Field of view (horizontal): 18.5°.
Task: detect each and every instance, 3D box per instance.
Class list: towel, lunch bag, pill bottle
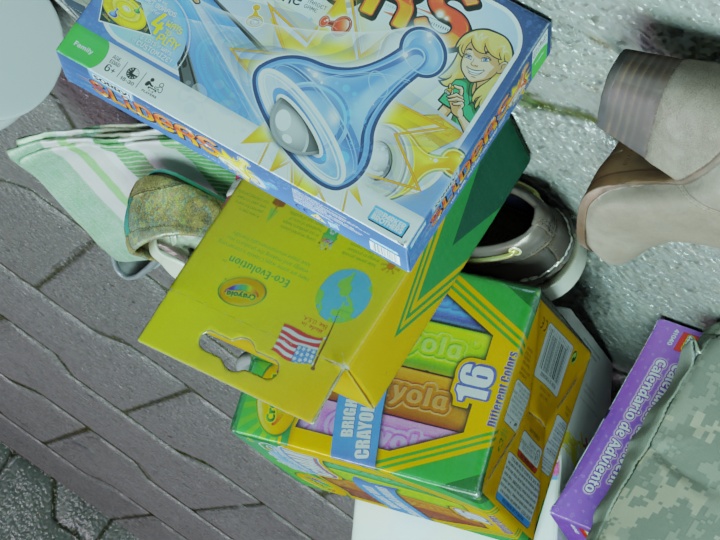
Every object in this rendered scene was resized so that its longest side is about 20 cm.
[{"bbox_3d":[-0.119,-0.051,1.475,0.199,0.023,0.153,-3,146,30],"label":"towel"},{"bbox_3d":[0.230,0.145,1.229,0.200,0.164,0.118,35,162,-5],"label":"lunch bag"},{"bbox_3d":[-0.278,-0.143,1.467,0.114,0.114,0.200,41,162,-24],"label":"pill bottle"}]

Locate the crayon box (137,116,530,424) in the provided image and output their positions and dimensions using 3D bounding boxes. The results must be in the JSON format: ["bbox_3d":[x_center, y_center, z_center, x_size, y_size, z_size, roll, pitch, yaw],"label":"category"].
[{"bbox_3d":[-0.014,-0.013,1.181,0.127,0.200,0.051,23,161,32],"label":"crayon box"}]

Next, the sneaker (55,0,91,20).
[{"bbox_3d":[-0.116,-0.150,1.247,0.200,0.078,0.086,43,174,-7],"label":"sneaker"}]

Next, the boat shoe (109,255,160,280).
[{"bbox_3d":[-0.150,-0.045,1.586,0.074,0.065,0.202,33,163,-1],"label":"boat shoe"}]

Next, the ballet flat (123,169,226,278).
[{"bbox_3d":[-0.063,-0.001,1.445,0.199,0.071,0.071,22,166,-12],"label":"ballet flat"}]

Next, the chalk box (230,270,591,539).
[{"bbox_3d":[0.010,0.064,1.258,0.199,0.125,0.125,12,166,24],"label":"chalk box"}]

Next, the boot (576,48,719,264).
[{"bbox_3d":[0.178,-0.027,1.014,0.146,0.070,0.200,27,163,16],"label":"boot"}]

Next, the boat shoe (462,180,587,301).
[{"bbox_3d":[0.033,-0.033,1.264,0.199,0.072,0.060,16,159,34],"label":"boat shoe"}]

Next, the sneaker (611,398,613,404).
[{"bbox_3d":[0.090,0.071,1.473,0.199,0.074,0.079,25,153,9],"label":"sneaker"}]

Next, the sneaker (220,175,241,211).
[{"bbox_3d":[0.000,0.000,1.391,0.199,0.075,0.081,26,164,-14],"label":"sneaker"}]

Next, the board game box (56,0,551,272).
[{"bbox_3d":[-0.027,-0.106,1.062,0.199,0.136,0.034,29,164,13],"label":"board game box"}]

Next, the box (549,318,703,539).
[{"bbox_3d":[0.190,0.138,1.333,0.039,0.137,0.200,19,159,33],"label":"box"}]

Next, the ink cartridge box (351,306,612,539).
[{"bbox_3d":[0.075,0.136,1.347,0.128,0.201,0.125,0,162,19],"label":"ink cartridge box"}]

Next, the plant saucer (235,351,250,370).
[{"bbox_3d":[-0.006,0.111,1.780,0.200,0.050,0.200,31,164,10],"label":"plant saucer"}]
